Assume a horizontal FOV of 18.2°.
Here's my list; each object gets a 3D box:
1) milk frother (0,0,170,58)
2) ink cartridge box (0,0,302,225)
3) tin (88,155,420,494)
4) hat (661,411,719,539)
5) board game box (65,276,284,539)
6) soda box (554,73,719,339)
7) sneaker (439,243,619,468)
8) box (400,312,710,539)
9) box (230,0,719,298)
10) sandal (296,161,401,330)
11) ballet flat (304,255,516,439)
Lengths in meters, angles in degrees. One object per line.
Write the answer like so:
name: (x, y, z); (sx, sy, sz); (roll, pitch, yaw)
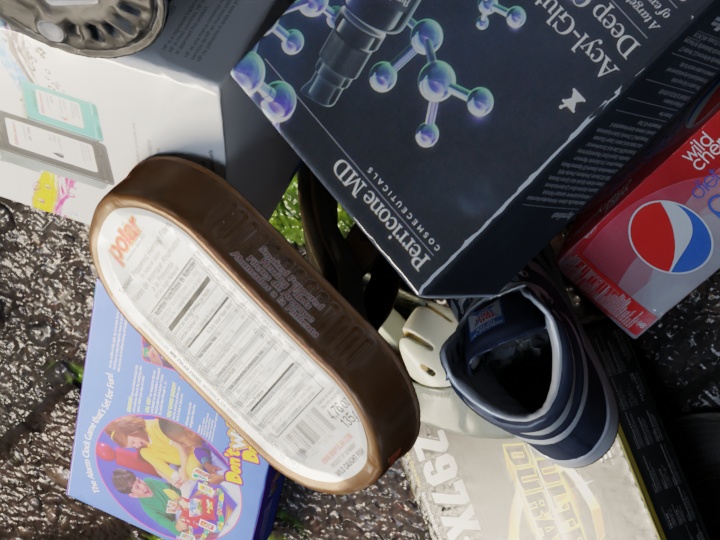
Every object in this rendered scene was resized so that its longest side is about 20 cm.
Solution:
milk frother: (-0.075, -0.217, 1.042); (0.199, 0.189, 0.181); (14, 147, 17)
ink cartridge box: (-0.129, -0.122, 1.185); (0.199, 0.147, 0.146); (18, 144, 15)
tin: (-0.055, 0.029, 1.125); (0.200, 0.042, 0.112); (45, 140, 2)
hat: (0.225, 0.178, 1.294); (0.200, 0.081, 0.201); (15, 132, 17)
board game box: (-0.110, 0.090, 1.425); (0.134, 0.045, 0.201); (23, 132, 10)
soda box: (0.185, -0.053, 1.142); (0.063, 0.070, 0.200); (39, 133, -6)
sneaker: (0.065, 0.007, 1.177); (0.070, 0.108, 0.201); (-33, 68, 12)
box: (0.114, 0.145, 1.289); (0.159, 0.049, 0.201); (-28, 79, 42)
box: (0.067, -0.107, 1.058); (0.200, 0.107, 0.149); (-46, 73, 17)
sandal: (0.000, 0.000, 1.215); (0.054, 0.200, 0.082); (-10, 128, -5)
ballet flat: (0.025, 0.041, 1.267); (0.199, 0.067, 0.064); (20, 151, 40)
